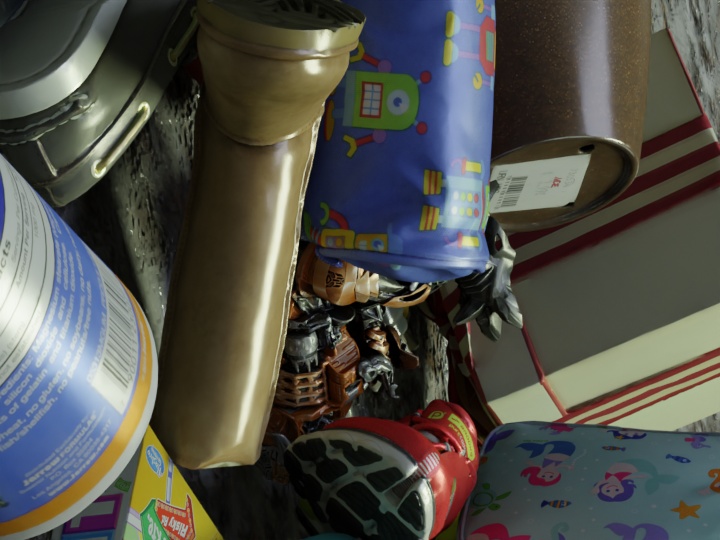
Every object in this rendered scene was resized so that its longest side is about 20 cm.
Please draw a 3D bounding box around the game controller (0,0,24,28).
[{"bbox_3d":[-0.147,-0.161,1.121,0.104,0.042,0.200,60,26,-18],"label":"game controller"}]

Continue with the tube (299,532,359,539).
[{"bbox_3d":[-0.049,0.147,1.164,0.200,0.050,0.078,-13,96,-66],"label":"tube"}]

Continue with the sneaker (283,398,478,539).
[{"bbox_3d":[0.017,0.089,1.297,0.077,0.085,0.200,46,-12,6],"label":"sneaker"}]

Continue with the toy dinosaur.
[{"bbox_3d":[0.000,0.000,1.318,0.136,0.200,0.102,-10,49,-46],"label":"toy dinosaur"}]

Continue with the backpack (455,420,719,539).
[{"bbox_3d":[0.116,0.170,1.346,0.200,0.177,0.151,-67,154,-47],"label":"backpack"}]

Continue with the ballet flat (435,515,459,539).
[{"bbox_3d":[0.014,0.137,1.430,0.067,0.067,0.200,45,39,-28],"label":"ballet flat"}]

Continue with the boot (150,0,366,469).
[{"bbox_3d":[-0.046,-0.015,1.165,0.175,0.066,0.201,-68,169,-81],"label":"boot"}]

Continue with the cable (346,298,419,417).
[{"bbox_3d":[-0.030,-0.015,1.418,0.097,0.050,0.200,-49,119,-43],"label":"cable"}]

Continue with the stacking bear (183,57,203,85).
[{"bbox_3d":[-0.037,-0.159,1.326,0.121,0.113,0.201,35,55,-65],"label":"stacking bear"}]

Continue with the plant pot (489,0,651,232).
[{"bbox_3d":[0.069,-0.127,1.425,0.187,0.186,0.200,45,29,-60],"label":"plant pot"}]

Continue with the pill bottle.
[{"bbox_3d":[-0.153,0.003,0.918,0.200,0.112,0.112,51,37,-55],"label":"pill bottle"}]

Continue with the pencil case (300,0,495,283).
[{"bbox_3d":[0.015,-0.095,1.239,0.078,0.087,0.201,18,72,-82],"label":"pencil case"}]

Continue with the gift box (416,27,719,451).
[{"bbox_3d":[0.113,-0.011,1.529,0.200,0.186,0.185,53,16,-60],"label":"gift box"}]

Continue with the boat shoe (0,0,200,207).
[{"bbox_3d":[-0.099,-0.101,1.173,0.202,0.072,0.060,-61,137,-50],"label":"boat shoe"}]

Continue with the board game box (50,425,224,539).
[{"bbox_3d":[-0.076,0.176,1.190,0.200,0.034,0.135,62,29,-46],"label":"board game box"}]
